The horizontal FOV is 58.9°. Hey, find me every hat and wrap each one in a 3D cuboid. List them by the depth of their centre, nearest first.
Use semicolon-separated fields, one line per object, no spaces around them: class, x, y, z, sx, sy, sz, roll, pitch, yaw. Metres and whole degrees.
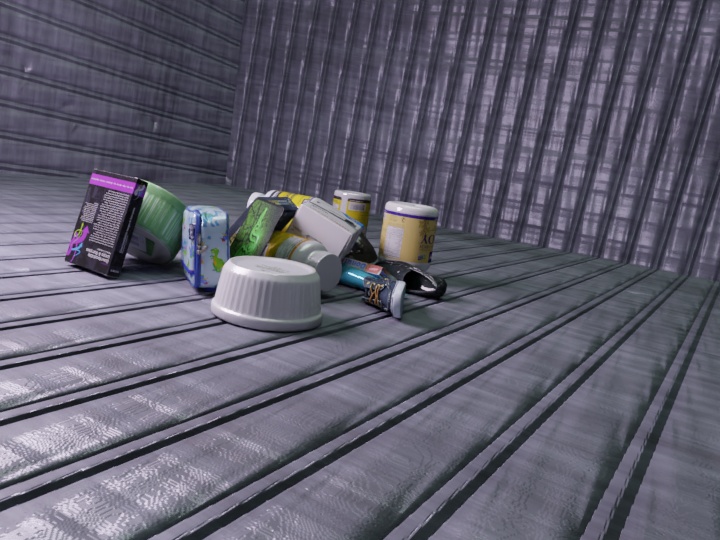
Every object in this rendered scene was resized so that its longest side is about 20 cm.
hat;-0.052;-0.053;1.738;0.199;0.081;0.201;20;29;-12

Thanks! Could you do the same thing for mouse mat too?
mouse mat;-0.231;-0.053;1.308;0.008;0.201;0.161;28;-2;-33

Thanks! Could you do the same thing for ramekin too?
ramekin;-0.162;0.035;1.139;0.201;0.095;0.202;8;10;-1
ramekin;-0.471;-0.101;1.395;0.199;0.098;0.200;16;-28;9

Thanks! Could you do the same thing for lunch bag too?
lunch bag;-0.317;-0.048;1.295;0.082;0.162;0.200;-1;11;-21

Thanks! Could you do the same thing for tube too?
tube;0.013;0.026;1.495;0.199;0.051;0.077;19;9;29

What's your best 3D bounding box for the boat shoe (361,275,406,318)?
boat shoe;0.045;0.053;1.315;0.090;0.071;0.200;8;3;3

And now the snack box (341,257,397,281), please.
snack box;0.000;0.000;1.573;0.199;0.024;0.072;16;-19;46

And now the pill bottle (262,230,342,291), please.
pill bottle;-0.137;-0.018;1.408;0.199;0.112;0.111;18;13;41

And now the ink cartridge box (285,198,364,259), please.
ink cartridge box;-0.082;-0.101;1.564;0.144;0.085;0.200;31;13;2

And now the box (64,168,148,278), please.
box;-0.512;-0.096;1.282;0.142;0.201;0.036;15;-5;31

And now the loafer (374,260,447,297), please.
loafer;0.113;0.016;1.551;0.199;0.069;0.070;18;3;28

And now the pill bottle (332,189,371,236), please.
pill bottle;-0.035;-0.129;1.863;0.110;0.202;0.111;9;10;-2

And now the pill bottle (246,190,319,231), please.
pill bottle;-0.211;-0.162;1.776;0.199;0.113;0.112;12;10;17

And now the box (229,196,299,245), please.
box;-0.248;-0.086;1.477;0.051;0.200;0.158;48;18;8

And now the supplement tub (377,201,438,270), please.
supplement tub;0.124;-0.076;1.703;0.144;0.202;0.145;8;10;-1
